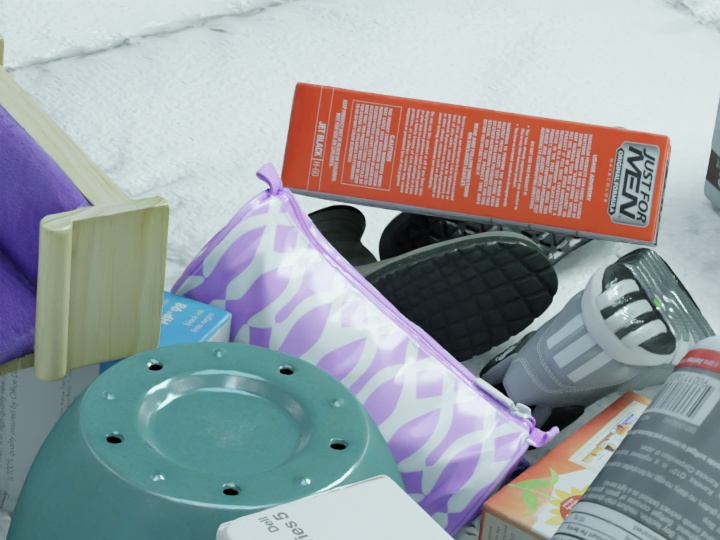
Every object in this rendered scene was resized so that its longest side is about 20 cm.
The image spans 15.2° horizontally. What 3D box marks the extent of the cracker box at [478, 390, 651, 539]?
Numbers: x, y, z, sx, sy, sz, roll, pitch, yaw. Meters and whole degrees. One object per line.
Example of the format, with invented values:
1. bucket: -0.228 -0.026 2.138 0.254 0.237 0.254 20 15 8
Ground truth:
1. cracker box: 0.173 0.145 1.298 0.200 0.058 0.134 25 37 29

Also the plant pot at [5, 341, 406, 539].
1. plant pot: -0.065 0.129 1.180 0.200 0.161 0.201 4 31 -3

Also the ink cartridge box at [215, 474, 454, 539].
1. ink cartridge box: 0.007 0.203 1.033 0.084 0.200 0.145 -15 38 -31

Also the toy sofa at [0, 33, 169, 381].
1. toy sofa: -0.177 -0.033 1.277 0.097 0.083 0.200 -11 35 -30

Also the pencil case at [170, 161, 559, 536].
1. pencil case: 0.000 0.046 1.330 0.200 0.086 0.084 41 25 -1

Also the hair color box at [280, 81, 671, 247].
1. hair color box: 0.064 -0.056 1.452 0.200 0.061 0.102 9 1 6

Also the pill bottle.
1. pill bottle: 0.139 0.138 1.174 0.116 0.116 0.200 29 75 33

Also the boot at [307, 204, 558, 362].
1. boot: 0.000 0.000 1.438 0.200 0.068 0.131 -20 33 8

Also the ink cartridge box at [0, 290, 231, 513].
1. ink cartridge box: -0.169 0.052 1.328 0.200 0.116 0.067 18 33 17

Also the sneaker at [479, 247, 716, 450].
1. sneaker: 0.118 0.046 1.438 0.075 0.115 0.200 58 15 13

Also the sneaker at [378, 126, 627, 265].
1. sneaker: 0.084 -0.028 1.580 0.200 0.072 0.083 -21 8 -32

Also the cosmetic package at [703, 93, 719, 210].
1. cosmetic package: 0.339 -0.089 1.609 0.200 0.165 0.165 -10 34 -25
